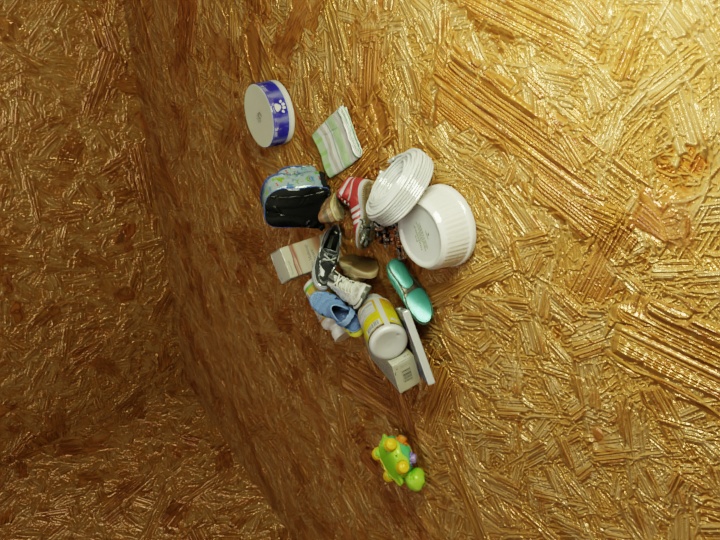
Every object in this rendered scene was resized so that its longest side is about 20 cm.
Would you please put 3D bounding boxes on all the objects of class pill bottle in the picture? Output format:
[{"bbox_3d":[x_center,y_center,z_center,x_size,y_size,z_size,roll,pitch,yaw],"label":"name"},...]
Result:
[{"bbox_3d":[0.055,0.149,1.700,0.201,0.107,0.111,-114,20,-58],"label":"pill bottle"},{"bbox_3d":[-0.088,0.115,1.904,0.202,0.110,0.111,60,148,18],"label":"pill bottle"}]

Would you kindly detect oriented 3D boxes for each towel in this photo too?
[{"bbox_3d":[-0.072,-0.360,1.734,0.199,0.030,0.152,-21,89,59],"label":"towel"}]

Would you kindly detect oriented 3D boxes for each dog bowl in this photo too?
[{"bbox_3d":[-0.293,-0.501,1.951,0.199,0.078,0.203,35,135,43],"label":"dog bowl"}]

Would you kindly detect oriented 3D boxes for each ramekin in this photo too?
[{"bbox_3d":[0.173,-0.096,1.442,0.202,0.093,0.205,34,134,43],"label":"ramekin"}]

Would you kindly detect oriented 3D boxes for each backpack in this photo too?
[{"bbox_3d":[-0.206,-0.223,1.861,0.185,0.196,0.148,104,154,-45],"label":"backpack"}]

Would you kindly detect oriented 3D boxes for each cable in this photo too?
[{"bbox_3d":[0.089,-0.193,1.428,0.069,0.202,0.199,35,157,-18],"label":"cable"}]

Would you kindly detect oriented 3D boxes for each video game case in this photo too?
[{"bbox_3d":[0.144,0.199,1.649,0.182,0.023,0.203,170,79,-87],"label":"video game case"}]

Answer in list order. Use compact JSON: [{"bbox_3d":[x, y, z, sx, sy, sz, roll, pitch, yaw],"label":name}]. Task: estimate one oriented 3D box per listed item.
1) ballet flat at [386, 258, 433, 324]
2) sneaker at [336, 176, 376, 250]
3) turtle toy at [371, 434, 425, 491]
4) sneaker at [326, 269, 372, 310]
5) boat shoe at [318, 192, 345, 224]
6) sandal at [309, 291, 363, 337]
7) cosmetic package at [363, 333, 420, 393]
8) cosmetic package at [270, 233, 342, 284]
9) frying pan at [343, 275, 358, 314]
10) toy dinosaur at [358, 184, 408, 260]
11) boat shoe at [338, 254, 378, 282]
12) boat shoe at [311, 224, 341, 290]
[{"bbox_3d":[0.134,0.060,1.637,0.202,0.067,0.071,59,172,16],"label":"ballet flat"},{"bbox_3d":[-0.011,-0.166,1.712,0.112,0.070,0.203,26,121,44],"label":"sneaker"},{"bbox_3d":[0.127,0.602,1.910,0.202,0.100,0.146,59,147,16],"label":"turtle toy"},{"bbox_3d":[-0.044,0.052,1.761,0.115,0.076,0.200,35,166,-10],"label":"sneaker"},{"bbox_3d":[-0.085,-0.175,1.740,0.200,0.067,0.073,-81,-32,-75],"label":"boat shoe"},{"bbox_3d":[-0.072,0.116,1.793,0.198,0.080,0.087,28,168,25],"label":"sandal"},{"bbox_3d":[0.088,0.246,1.739,0.200,0.072,0.105,46,156,56],"label":"cosmetic package"},{"bbox_3d":[-0.165,-0.042,1.900,0.087,0.198,0.105,-25,87,60],"label":"cosmetic package"},{"bbox_3d":[-0.009,0.103,1.901,0.114,0.031,0.193,-17,96,60],"label":"frying pan"},{"bbox_3d":[0.073,-0.125,1.613,0.135,0.101,0.204,-19,73,44],"label":"toy dinosaur"},{"bbox_3d":[0.000,0.000,1.800,0.199,0.070,0.066,25,133,62],"label":"boat shoe"},{"bbox_3d":[-0.096,-0.042,1.841,0.068,0.071,0.203,135,151,-66],"label":"boat shoe"}]
